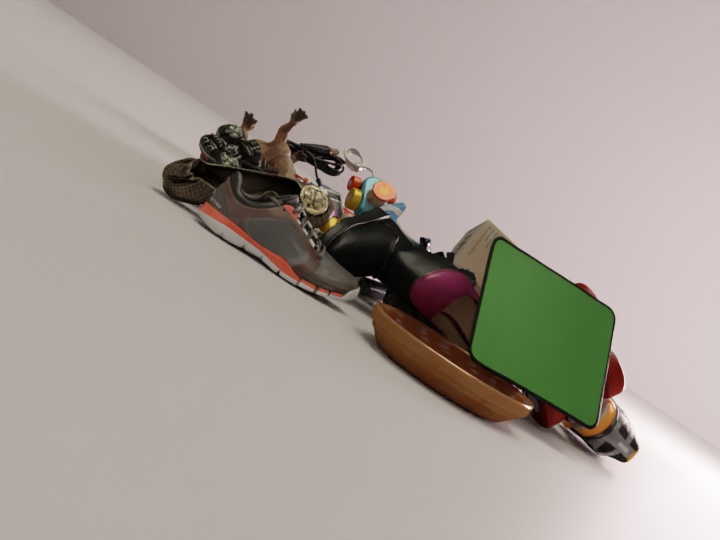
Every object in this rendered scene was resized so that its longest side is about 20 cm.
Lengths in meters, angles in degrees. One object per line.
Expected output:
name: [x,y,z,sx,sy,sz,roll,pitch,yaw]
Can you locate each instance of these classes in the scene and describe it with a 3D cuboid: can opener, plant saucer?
can opener: [0.000,0.000,1.781,0.066,0.053,0.200,34,5,23]
plant saucer: [0.091,0.103,1.448,0.200,0.037,0.200,34,5,-3]

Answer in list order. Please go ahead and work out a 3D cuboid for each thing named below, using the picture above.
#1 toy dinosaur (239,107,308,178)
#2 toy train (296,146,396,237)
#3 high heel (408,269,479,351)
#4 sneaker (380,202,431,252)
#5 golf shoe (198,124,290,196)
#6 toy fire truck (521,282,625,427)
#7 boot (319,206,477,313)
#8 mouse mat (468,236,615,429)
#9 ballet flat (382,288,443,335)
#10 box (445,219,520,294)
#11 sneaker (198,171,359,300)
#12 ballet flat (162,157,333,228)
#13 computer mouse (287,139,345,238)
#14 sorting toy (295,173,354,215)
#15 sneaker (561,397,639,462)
toy dinosaur: [-0.140,-0.135,1.728,0.200,0.136,0.086,8,-47,43]
toy train: [-0.029,-0.100,1.807,0.200,0.056,0.150,-32,84,-40]
high heel: [0.122,0.063,1.542,0.200,0.067,0.096,28,29,-57]
sneaker: [0.073,0.006,1.761,0.200,0.072,0.072,62,11,-9]
golf shoe: [-0.124,-0.079,1.613,0.200,0.077,0.088,57,-31,21]
toy fire truck: [0.224,0.093,1.674,0.200,0.112,0.168,70,-16,-12]
boot: [0.039,0.005,1.628,0.162,0.073,0.198,39,31,14]
mouse mat: [0.207,0.070,1.531,0.200,0.161,0.008,30,-32,-25]
ballet flat: [0.103,0.083,1.677,0.066,0.057,0.200,-5,40,-47]
box: [0.210,0.034,1.906,0.200,0.095,0.078,41,-24,-7]
sneaker: [-0.077,-0.039,1.497,0.200,0.082,0.077,32,5,-11]
ballet flat: [-0.125,-0.091,1.539,0.200,0.046,0.067,13,53,-10]
computer mouse: [-0.061,-0.083,1.844,0.110,0.044,0.200,7,60,-33]
sorting toy: [-0.102,-0.113,2.146,0.199,0.070,0.200,31,5,-26]
sneaker: [0.310,0.199,1.751,0.077,0.078,0.200,46,8,-1]
